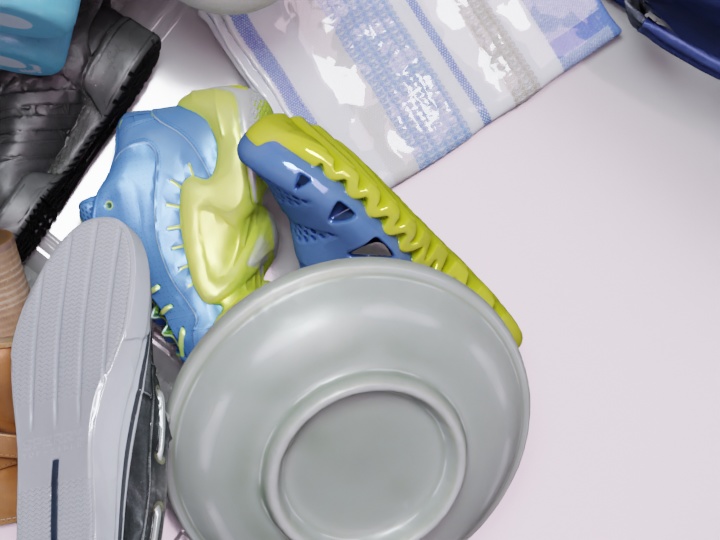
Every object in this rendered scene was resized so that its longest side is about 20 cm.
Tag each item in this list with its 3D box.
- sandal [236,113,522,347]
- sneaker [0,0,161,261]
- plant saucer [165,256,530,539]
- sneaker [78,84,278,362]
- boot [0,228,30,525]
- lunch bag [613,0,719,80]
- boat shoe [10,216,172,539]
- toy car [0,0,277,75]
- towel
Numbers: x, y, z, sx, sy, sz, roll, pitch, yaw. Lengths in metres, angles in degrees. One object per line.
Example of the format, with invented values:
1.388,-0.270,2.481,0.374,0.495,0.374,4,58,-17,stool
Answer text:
0.000,0.000,1.284,0.087,0.080,0.200,-42,117,4,sandal
-0.183,-0.096,1.306,0.104,0.060,0.200,34,82,5,sneaker
-0.002,0.092,1.260,0.199,0.050,0.201,-7,117,-13,plant saucer
-0.096,0.003,1.307,0.104,0.076,0.202,-1,84,11,sneaker
-0.255,0.064,1.273,0.199,0.074,0.156,-2,109,17,boot
0.218,-0.166,1.323,0.199,0.136,0.133,32,81,-3,lunch bag
-0.130,0.076,1.222,0.072,0.071,0.201,-6,68,29,boat shoe
-0.088,-0.186,1.223,0.199,0.177,0.186,13,81,-8,toy car
0.027,-0.139,1.353,0.199,0.024,0.147,-33,89,-10,towel
